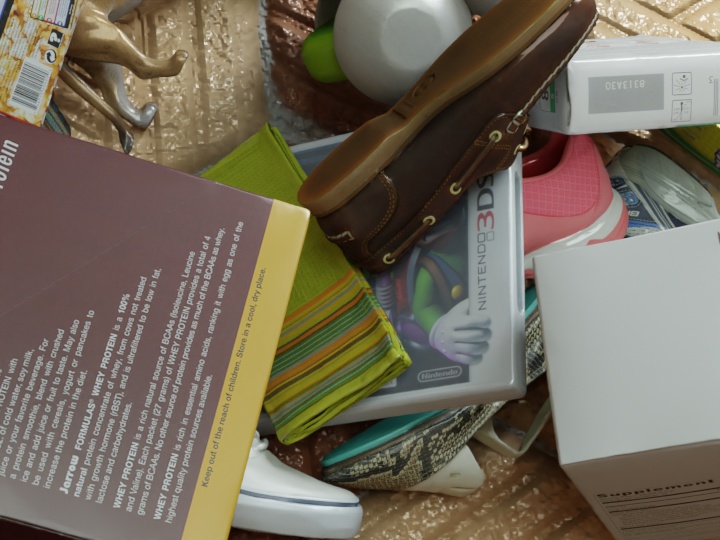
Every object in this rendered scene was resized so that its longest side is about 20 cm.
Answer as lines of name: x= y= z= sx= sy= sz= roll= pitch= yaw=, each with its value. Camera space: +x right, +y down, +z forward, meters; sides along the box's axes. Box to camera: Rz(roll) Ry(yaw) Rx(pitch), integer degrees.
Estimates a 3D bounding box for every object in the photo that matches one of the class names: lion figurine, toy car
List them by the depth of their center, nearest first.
toy car: x=0.037 y=-0.201 z=0.986 sx=0.200 sy=0.175 sz=0.150 roll=-32 pitch=106 yaw=2
lion figurine: x=-0.151 y=-0.185 z=0.996 sx=0.122 sy=0.072 sz=0.201 roll=26 pitch=79 yaw=-12

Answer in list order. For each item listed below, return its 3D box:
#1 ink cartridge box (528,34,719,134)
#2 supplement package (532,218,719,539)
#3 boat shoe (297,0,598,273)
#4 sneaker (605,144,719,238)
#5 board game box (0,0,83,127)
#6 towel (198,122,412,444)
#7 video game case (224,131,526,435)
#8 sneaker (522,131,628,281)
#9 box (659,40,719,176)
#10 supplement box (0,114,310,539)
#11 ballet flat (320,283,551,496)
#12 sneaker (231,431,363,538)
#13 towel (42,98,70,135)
ink cartridge box: x=0.159 y=-0.121 z=1.018 sx=0.160 sy=0.200 sz=0.050 roll=-6 pitch=100 yaw=-18
supplement package: x=0.178 y=0.069 z=0.892 sx=0.119 sy=0.200 sz=0.122 roll=-11 pitch=65 yaw=15
boat shoe: x=0.058 y=-0.082 z=0.897 sx=0.200 sy=0.070 sz=0.070 roll=-41 pitch=111 yaw=10
sneaker: x=0.222 y=0.012 z=1.024 sx=0.200 sy=0.077 sz=0.085 roll=38 pitch=74 yaw=15
board game box: x=-0.241 y=-0.181 z=0.882 sx=0.200 sy=0.046 sz=0.152 roll=23 pitch=84 yaw=-46
towel: x=-0.047 y=0.003 z=0.934 sx=0.086 sy=0.018 sz=0.200 roll=-34 pitch=54 yaw=6
video game case: x=0.000 y=0.000 z=0.939 sx=0.199 sy=0.023 sz=0.183 roll=-11 pitch=62 yaw=24
sneaker: x=0.065 y=-0.024 z=0.971 sx=0.200 sy=0.087 sz=0.074 roll=-29 pitch=32 yaw=-13
box: x=0.316 y=-0.084 z=1.094 sx=0.200 sy=0.048 sz=0.117 roll=39 pitch=64 yaw=10
supplement box: x=-0.152 y=0.052 z=0.794 sx=0.199 sy=0.133 sz=0.198 roll=17 pitch=61 yaw=-6
ballet flat: x=0.069 y=0.087 z=0.958 sx=0.200 sy=0.068 sz=0.075 roll=-38 pitch=98 yaw=-26
sneaker: x=-0.090 y=0.097 z=0.895 sx=0.199 sy=0.073 sz=0.071 roll=17 pitch=88 yaw=2
towel: x=-0.263 y=-0.112 z=0.924 sx=0.022 sy=0.200 sz=0.147 roll=13 pitch=53 yaw=46
